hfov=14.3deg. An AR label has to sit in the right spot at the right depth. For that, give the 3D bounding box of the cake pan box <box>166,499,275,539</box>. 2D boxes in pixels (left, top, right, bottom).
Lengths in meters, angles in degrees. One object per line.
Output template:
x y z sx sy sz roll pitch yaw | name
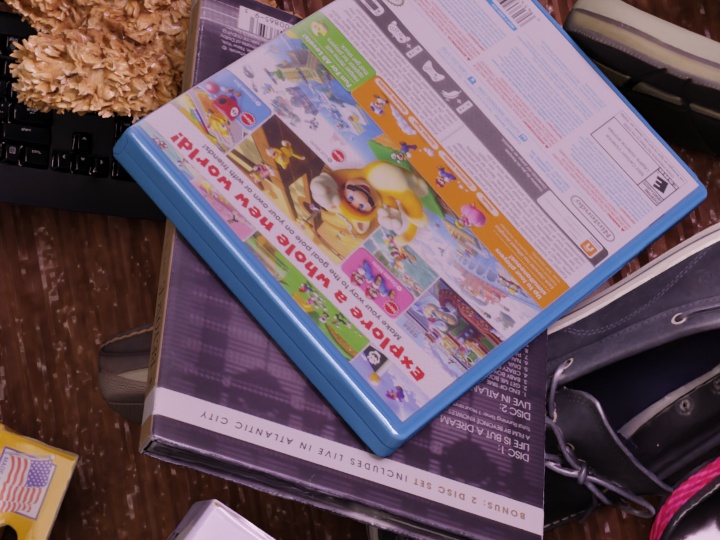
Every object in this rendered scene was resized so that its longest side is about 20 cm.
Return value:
-0.089 0.168 1.023 0.052 0.200 0.184 37 84 -1 | cake pan box

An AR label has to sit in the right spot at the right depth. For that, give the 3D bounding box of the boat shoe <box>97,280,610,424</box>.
-0.005 0.012 1.111 0.199 0.075 0.074 -11 66 -2 | boat shoe

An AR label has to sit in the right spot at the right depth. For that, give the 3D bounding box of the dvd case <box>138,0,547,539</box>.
0.000 0.000 1.023 0.148 0.016 0.201 19 51 -20 | dvd case

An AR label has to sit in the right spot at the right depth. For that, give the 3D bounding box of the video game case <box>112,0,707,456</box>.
0.023 -0.035 1.039 0.143 0.018 0.200 49 48 6 | video game case

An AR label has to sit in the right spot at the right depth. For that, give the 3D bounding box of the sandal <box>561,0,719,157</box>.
0.171 -0.063 1.090 0.201 0.080 0.057 31 71 15 | sandal

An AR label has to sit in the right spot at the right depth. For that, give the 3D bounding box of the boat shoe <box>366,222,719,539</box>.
0.085 0.057 1.061 0.200 0.075 0.062 -35 33 15 | boat shoe

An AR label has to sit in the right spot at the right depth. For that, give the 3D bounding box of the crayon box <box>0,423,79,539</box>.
-0.215 0.101 1.131 0.199 0.052 0.126 19 82 14 | crayon box

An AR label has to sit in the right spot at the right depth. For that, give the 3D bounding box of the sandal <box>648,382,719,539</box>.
0.137 0.113 1.072 0.075 0.045 0.201 16 81 14 | sandal

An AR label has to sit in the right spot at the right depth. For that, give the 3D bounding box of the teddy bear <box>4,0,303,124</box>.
-0.085 -0.101 1.102 0.200 0.145 0.067 29 127 -18 | teddy bear

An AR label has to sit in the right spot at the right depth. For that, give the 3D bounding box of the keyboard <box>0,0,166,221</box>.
-0.147 -0.081 1.106 0.199 0.040 0.105 7 78 -30 | keyboard
